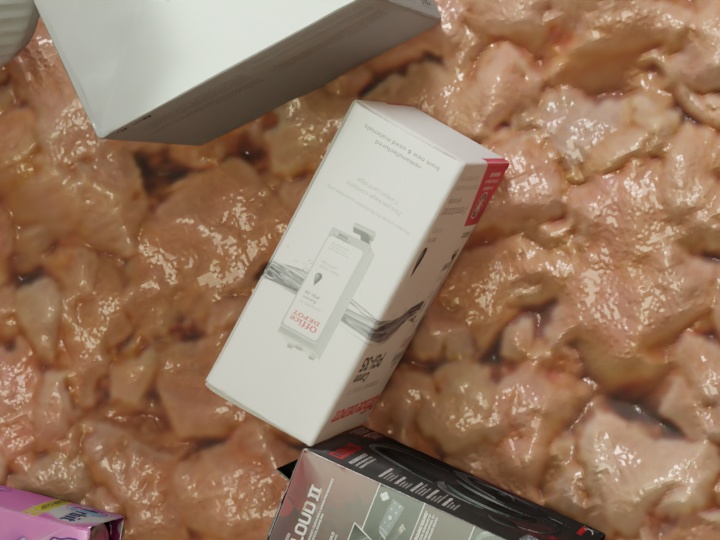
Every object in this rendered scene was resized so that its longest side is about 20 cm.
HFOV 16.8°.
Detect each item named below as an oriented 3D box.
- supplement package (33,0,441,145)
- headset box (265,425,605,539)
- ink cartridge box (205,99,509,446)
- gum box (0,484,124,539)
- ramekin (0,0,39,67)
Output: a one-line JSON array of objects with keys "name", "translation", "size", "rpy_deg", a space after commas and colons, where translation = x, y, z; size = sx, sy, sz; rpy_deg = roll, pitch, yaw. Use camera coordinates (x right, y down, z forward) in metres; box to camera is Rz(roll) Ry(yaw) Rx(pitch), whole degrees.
[{"name": "supplement package", "translation": [-0.080, -0.184, 1.511], "size": [0.190, 0.200, 0.148], "rpy_deg": [-26, 86, 13]}, {"name": "headset box", "translation": [0.040, 0.167, 1.522], "size": [0.199, 0.149, 0.078], "rpy_deg": [24, 97, 13]}, {"name": "ink cartridge box", "translation": [0.000, 0.000, 1.526], "size": [0.082, 0.146, 0.201], "rpy_deg": [30, 100, 11]}, {"name": "gum box", "translation": [-0.238, 0.252, 1.636], "size": [0.113, 0.066, 0.201], "rpy_deg": [12, 96, 15]}, {"name": "ramekin", "translation": [-0.268, -0.216, 1.568], "size": [0.094, 0.202, 0.204], "rpy_deg": [-3, 92, -26]}]
